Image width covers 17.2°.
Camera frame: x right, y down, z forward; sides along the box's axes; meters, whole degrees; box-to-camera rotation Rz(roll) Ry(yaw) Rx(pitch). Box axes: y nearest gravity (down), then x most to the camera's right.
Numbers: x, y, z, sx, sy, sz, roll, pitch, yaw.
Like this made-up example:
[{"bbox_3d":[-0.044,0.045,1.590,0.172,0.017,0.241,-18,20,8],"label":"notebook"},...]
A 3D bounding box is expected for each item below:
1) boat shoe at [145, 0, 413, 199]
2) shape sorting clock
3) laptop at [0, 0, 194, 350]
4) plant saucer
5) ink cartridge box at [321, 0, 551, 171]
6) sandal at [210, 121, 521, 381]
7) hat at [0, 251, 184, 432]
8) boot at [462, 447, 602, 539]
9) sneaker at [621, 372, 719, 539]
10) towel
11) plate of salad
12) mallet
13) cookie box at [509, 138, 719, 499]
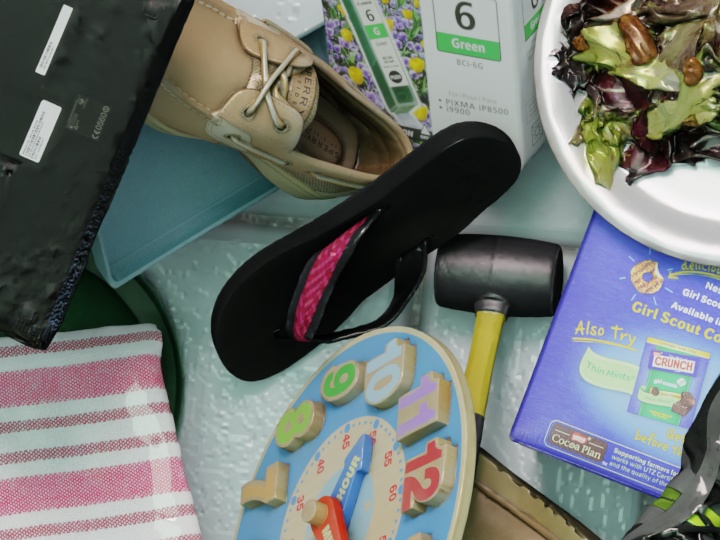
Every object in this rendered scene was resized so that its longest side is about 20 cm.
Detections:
[{"bbox_3d":[-0.048,-0.089,1.135,0.064,0.200,0.071,2,74,38],"label":"boat shoe"},{"bbox_3d":[-0.010,0.121,1.145,0.200,0.039,0.200,-35,42,39],"label":"shape sorting clock"},{"bbox_3d":[-0.198,-0.088,1.093,0.200,0.103,0.177,22,99,-5],"label":"laptop"},{"bbox_3d":[-0.068,-0.063,1.181,0.019,0.200,0.070,6,118,39],"label":"plant saucer"},{"bbox_3d":[0.034,-0.152,1.162,0.109,0.050,0.200,13,131,26],"label":"ink cartridge box"},{"bbox_3d":[0.000,0.000,1.186,0.200,0.075,0.045,-38,52,26],"label":"sandal"},{"bbox_3d":[-0.203,0.042,1.197,0.200,0.176,0.166,37,93,14],"label":"hat"},{"bbox_3d":[0.033,0.193,1.190,0.175,0.066,0.200,38,92,26],"label":"boot"},{"bbox_3d":[0.159,0.124,1.082,0.071,0.083,0.200,29,98,13],"label":"sneaker"},{"bbox_3d":[-0.147,0.126,1.171,0.146,0.030,0.200,-7,78,-27],"label":"towel"},{"bbox_3d":[0.179,-0.101,1.120,0.200,0.048,0.200,-2,82,13],"label":"plate of salad"},{"bbox_3d":[0.045,0.064,1.172,0.066,0.041,0.200,12,58,17],"label":"mallet"},{"bbox_3d":[0.190,0.022,1.165,0.171,0.075,0.200,21,89,14],"label":"cookie box"}]
